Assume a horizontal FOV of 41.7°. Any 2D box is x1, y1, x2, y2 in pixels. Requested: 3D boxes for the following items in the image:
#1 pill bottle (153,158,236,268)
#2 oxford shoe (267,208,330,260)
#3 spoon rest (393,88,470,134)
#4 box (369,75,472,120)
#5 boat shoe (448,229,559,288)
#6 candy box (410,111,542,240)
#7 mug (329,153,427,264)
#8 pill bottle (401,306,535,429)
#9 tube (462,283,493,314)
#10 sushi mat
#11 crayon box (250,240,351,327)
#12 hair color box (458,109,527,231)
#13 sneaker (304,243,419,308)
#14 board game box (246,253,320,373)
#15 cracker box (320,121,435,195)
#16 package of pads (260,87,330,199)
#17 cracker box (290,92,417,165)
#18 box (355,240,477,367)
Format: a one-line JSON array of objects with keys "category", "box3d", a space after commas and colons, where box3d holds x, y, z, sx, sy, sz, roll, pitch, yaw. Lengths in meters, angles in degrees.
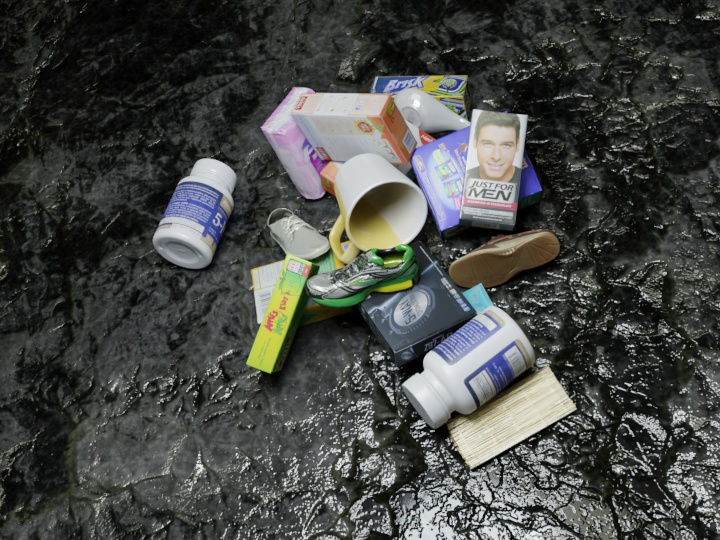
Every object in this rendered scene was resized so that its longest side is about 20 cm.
[{"category": "pill bottle", "box3d": [-0.319, -0.116, 1.865, 0.120, 0.120, 0.200, 6, 58, 20]}, {"category": "oxford shoe", "box3d": [-0.123, -0.070, 1.782, 0.075, 0.058, 0.200, -27, 30, -18]}, {"category": "spoon rest", "box3d": [0.152, -0.297, 1.889, 0.200, 0.099, 0.061, 29, 43, 17]}, {"category": "box", "box3d": [0.123, -0.354, 1.939, 0.200, 0.070, 0.064, 3, 54, 18]}, {"category": "boat shoe", "box3d": [0.254, -0.028, 1.682, 0.200, 0.072, 0.072, -22, 21, 14]}, {"category": "candy box", "box3d": [0.211, -0.174, 1.747, 0.200, 0.077, 0.169, -22, 77, 3]}, {"category": "mug", "box3d": [0.007, -0.124, 1.688, 0.186, 0.150, 0.153, -30, 40, 0]}, {"category": "pill bottle", "box3d": [0.172, 0.161, 1.531, 0.200, 0.120, 0.120, -36, 53, -10]}, {"category": "tube", "box3d": [0.136, 0.090, 1.642, 0.200, 0.050, 0.078, -22, 63, -5]}, {"category": "sushi mat", "box3d": [0.240, 0.236, 1.524, 0.200, 0.012, 0.096, -29, 53, -4]}, {"category": "crayon box", "box3d": [-0.095, 0.033, 1.745, 0.200, 0.052, 0.126, -17, 53, 6]}, {"category": "hair color box", "box3d": [0.234, -0.177, 1.675, 0.099, 0.061, 0.200, 7, 81, 6]}, {"category": "sneaker", "box3d": [0.000, 0.000, 1.597, 0.200, 0.085, 0.078, -18, 48, -7]}, {"category": "board game box", "box3d": [-0.133, 0.075, 1.642, 0.048, 0.102, 0.200, 21, 89, 6]}, {"category": "cracker box", "box3d": [0.036, -0.209, 1.844, 0.134, 0.058, 0.200, 35, 70, 16]}, {"category": "package of pads", "box3d": [-0.106, -0.247, 1.850, 0.076, 0.200, 0.121, 21, 64, 37]}, {"category": "cracker box", "box3d": [-0.012, -0.260, 1.731, 0.200, 0.134, 0.058, 8, 61, 33]}, {"category": "box", "box3d": [0.083, 0.053, 1.625, 0.160, 0.044, 0.200, -24, 50, -13]}]
